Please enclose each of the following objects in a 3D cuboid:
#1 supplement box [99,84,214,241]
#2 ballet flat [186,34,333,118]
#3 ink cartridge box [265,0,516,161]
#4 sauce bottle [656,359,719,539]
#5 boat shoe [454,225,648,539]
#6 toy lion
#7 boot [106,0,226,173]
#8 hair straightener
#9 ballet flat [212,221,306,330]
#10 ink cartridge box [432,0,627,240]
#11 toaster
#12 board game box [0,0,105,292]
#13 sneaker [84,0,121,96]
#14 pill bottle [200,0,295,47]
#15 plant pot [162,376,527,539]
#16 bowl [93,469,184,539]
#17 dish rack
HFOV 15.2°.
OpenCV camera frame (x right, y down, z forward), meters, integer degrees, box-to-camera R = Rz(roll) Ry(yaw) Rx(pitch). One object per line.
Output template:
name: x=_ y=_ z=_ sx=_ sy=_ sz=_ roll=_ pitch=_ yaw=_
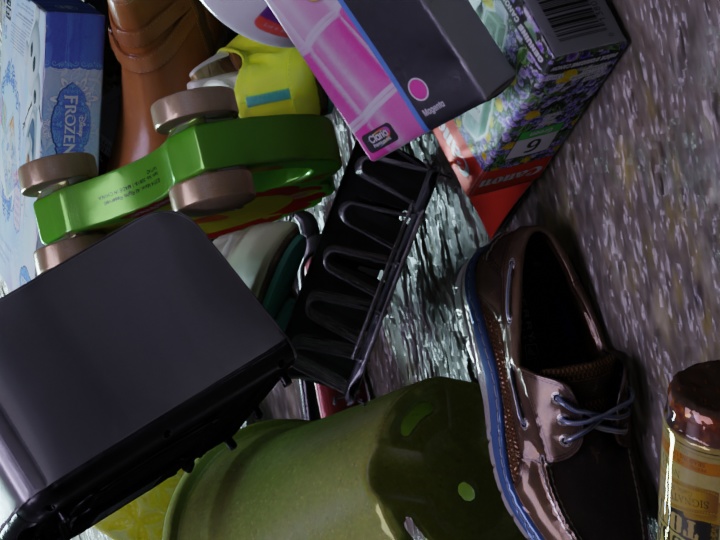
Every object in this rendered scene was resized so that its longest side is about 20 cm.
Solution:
supplement box: x=-0.155 y=-0.029 z=1.870 sx=0.109 sy=0.061 sz=0.200 roll=42 pitch=145 yaw=15
ballet flat: x=-0.069 y=-0.111 z=1.633 sx=0.200 sy=0.067 sz=0.067 roll=-156 pitch=50 yaw=-76
ink cartridge box: x=-0.011 y=-0.159 z=1.373 sx=0.095 sy=0.037 sz=0.201 roll=-26 pitch=98 yaw=47
sauce bottle: x=0.177 y=0.143 z=1.331 sx=0.066 sy=0.066 sz=0.201 roll=36 pitch=134 yaw=52
boat shoe: x=0.105 y=0.071 z=1.426 sx=0.201 sy=0.072 sz=0.072 roll=68 pitch=152 yaw=15
toy lion: x=-0.085 y=-0.049 z=1.560 sx=0.199 sy=0.191 sz=0.069 roll=-21 pitch=79 yaw=44
boot: x=-0.132 y=-0.120 z=1.676 sx=0.155 sy=0.073 sz=0.201 roll=78 pitch=-164 yaw=-59
hair straightener: x=-0.036 y=0.049 z=1.730 sx=0.077 sy=0.041 sz=0.201 roll=-16 pitch=89 yaw=64
ballet flat: x=-0.069 y=0.015 z=1.614 sx=0.200 sy=0.069 sz=0.070 roll=92 pitch=154 yaw=-67
ink cartridge box: x=0.064 y=-0.105 z=1.439 sx=0.109 sy=0.050 sz=0.200 roll=63 pitch=151 yaw=21
toaster: x=-0.153 y=0.075 z=1.479 sx=0.119 sy=0.199 sz=0.181 roll=55 pitch=158 yaw=8
board game box: x=-0.206 y=-0.081 z=1.773 sx=0.200 sy=0.043 sz=0.200 roll=-141 pitch=54 yaw=-71
sneaker: x=-0.156 y=-0.194 z=1.828 sx=0.201 sy=0.067 sz=0.090 roll=89 pitch=176 yaw=-48
pill bottle: x=-0.007 y=-0.214 z=1.437 sx=0.200 sy=0.111 sz=0.112 roll=-41 pitch=67 yaw=47
plant pot: x=0.015 y=0.150 z=1.544 sx=0.184 sy=0.200 sz=0.201 roll=-36 pitch=71 yaw=51
bowl: x=-0.130 y=0.144 z=1.869 sx=0.108 sy=0.200 sz=0.200 roll=-59 pitch=32 yaw=-5
dish rack: x=0.000 y=0.000 z=1.491 sx=0.200 sy=0.054 sz=0.154 roll=-126 pitch=55 yaw=-87
